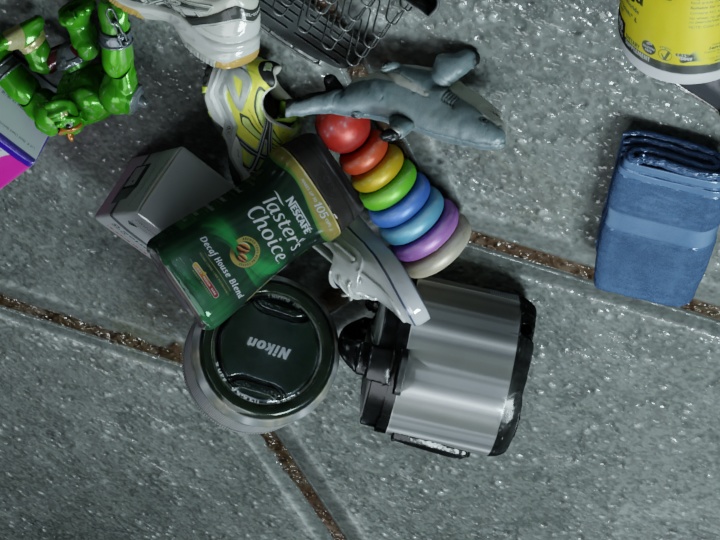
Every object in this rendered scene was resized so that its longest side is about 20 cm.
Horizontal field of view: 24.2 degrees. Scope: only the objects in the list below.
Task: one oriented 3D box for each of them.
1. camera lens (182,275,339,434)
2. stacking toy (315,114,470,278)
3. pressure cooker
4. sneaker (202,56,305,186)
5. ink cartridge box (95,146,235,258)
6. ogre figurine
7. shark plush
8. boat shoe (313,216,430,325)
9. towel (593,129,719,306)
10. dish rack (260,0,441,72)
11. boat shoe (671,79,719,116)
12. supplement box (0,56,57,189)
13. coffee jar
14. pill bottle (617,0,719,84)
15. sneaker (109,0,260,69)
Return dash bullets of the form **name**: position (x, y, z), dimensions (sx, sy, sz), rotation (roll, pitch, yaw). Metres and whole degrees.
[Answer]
- **camera lens**: position (-0.113, 0.096, 1.839), dimensions (0.159, 0.161, 0.200), rotation (26, 167, -6)
- **stacking toy**: position (0.024, -0.090, 1.660), dimensions (0.085, 0.086, 0.201), rotation (-16, 122, 40)
- **pressure cooker**: position (0.073, 0.093, 1.762), dimensions (0.198, 0.180, 0.177), rotation (13, 146, -2)
- **sneaker**: position (-0.090, -0.127, 1.663), dimensions (0.076, 0.076, 0.201), rotation (2, 141, 25)
- **ink cartridge box**: position (-0.176, -0.048, 1.732), dimensions (0.145, 0.084, 0.200), rotation (37, 168, -17)
- **ogre figurine**: position (-0.286, -0.198, 1.663), dimensions (0.198, 0.098, 0.121), rotation (-20, 113, 17)
- **shark plush**: position (0.034, -0.152, 1.528), dimensions (0.198, 0.084, 0.091), rotation (10, 142, -12)
- **boat shoe**: position (0.000, 0.000, 1.691), dimensions (0.200, 0.065, 0.074), rotation (49, 172, 45)
- **towel**: position (0.285, -0.048, 1.594), dimensions (0.110, 0.049, 0.201), rotation (16, 143, 9)
- **dish rack**: position (-0.028, -0.248, 1.497), dimensions (0.153, 0.055, 0.200), rotation (34, 142, -14)
- **boat shoe**: position (0.343, -0.144, 1.430), dimensions (0.198, 0.063, 0.073), rotation (21, 144, 1)
- **supplement box**: position (-0.414, -0.141, 1.788), dimensions (0.101, 0.104, 0.199), rotation (38, 139, -23)
- **coffee jar**: position (-0.098, -0.040, 1.603), dimensions (0.105, 0.199, 0.085), rotation (55, 169, -12)
- **pill bottle**: position (0.257, -0.251, 1.298), dimensions (0.111, 0.113, 0.201), rotation (11, 142, 15)
- **sneaker**: position (-0.163, -0.265, 1.515), dimensions (0.199, 0.076, 0.088), rotation (32, 133, 22)
